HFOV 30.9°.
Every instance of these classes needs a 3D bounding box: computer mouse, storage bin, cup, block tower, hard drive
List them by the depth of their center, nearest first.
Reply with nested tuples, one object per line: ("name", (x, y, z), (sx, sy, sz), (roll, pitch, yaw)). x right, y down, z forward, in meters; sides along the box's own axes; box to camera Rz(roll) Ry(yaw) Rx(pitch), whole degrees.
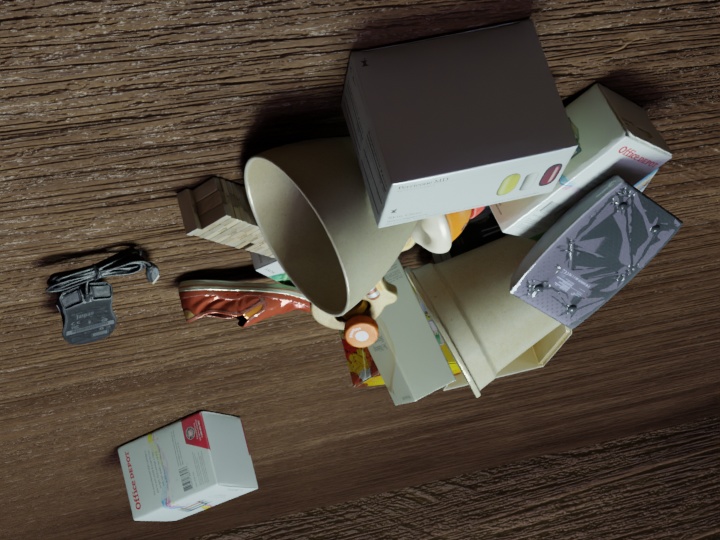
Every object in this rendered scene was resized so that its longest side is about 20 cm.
("cup", (-0.017, -0.071, 1.456), (0.143, 0.200, 0.200), (-32, 166, -21))
("block tower", (-0.132, -0.060, 1.563), (0.058, 0.054, 0.200), (-28, 158, 27))
("hard drive", (0.289, -0.025, 1.623), (0.135, 0.042, 0.200), (29, 116, -32))
("computer mouse", (-0.325, 0.025, 1.660), (0.140, 0.046, 0.200), (-18, 156, -12))
("storage bin", (0.247, 0.119, 2.301), (0.199, 0.094, 0.199), (-12, 160, -14))

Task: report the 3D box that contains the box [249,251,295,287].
("box", (-0.030, -0.034, 1.746), (0.200, 0.036, 0.144), (-21, 160, 17))

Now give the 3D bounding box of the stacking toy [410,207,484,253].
("stacking toy", (0.132, -0.125, 1.541), (0.200, 0.146, 0.146), (-31, 163, -11))

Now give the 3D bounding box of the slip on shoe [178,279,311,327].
("slip on shoe", (-0.151, 0.048, 1.776), (0.199, 0.061, 0.074), (3, 172, -22))

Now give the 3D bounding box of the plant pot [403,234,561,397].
("plant pot", (0.185, 0.038, 1.753), (0.183, 0.201, 0.200), (-30, 160, 1))

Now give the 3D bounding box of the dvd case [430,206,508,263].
("dvd case", (0.187, -0.066, 1.780), (0.199, 0.025, 0.150), (-18, 139, 3))

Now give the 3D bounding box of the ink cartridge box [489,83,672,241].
("ink cartridge box", (0.267, -0.128, 1.623), (0.200, 0.088, 0.145), (-37, 154, 26))

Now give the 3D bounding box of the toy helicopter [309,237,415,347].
("toy helicopter", (0.000, 0.000, 1.705), (0.132, 0.079, 0.200), (26, 123, -21))

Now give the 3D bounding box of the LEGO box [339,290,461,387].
("LEGO box", (0.071, 0.089, 1.990), (0.200, 0.149, 0.077), (-3, 159, -34))

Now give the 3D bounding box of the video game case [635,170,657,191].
("video game case", (0.351, -0.075, 1.901), (0.143, 0.018, 0.200), (-34, 166, -18))

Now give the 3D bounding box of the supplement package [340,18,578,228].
("supplement package", (0.098, -0.152, 1.352), (0.199, 0.156, 0.111), (-12, 160, -11))

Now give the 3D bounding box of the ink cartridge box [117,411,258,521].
("ink cartridge box", (-0.323, 0.369, 2.429), (0.200, 0.146, 0.145), (-24, 160, 21))

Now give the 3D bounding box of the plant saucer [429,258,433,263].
("plant saucer", (0.186, -0.023, 1.933), (0.200, 0.051, 0.201), (-14, 160, -5))

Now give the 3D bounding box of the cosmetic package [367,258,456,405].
("cosmetic package", (0.050, 0.085, 1.850), (0.073, 0.200, 0.104), (-24, 177, -17))
